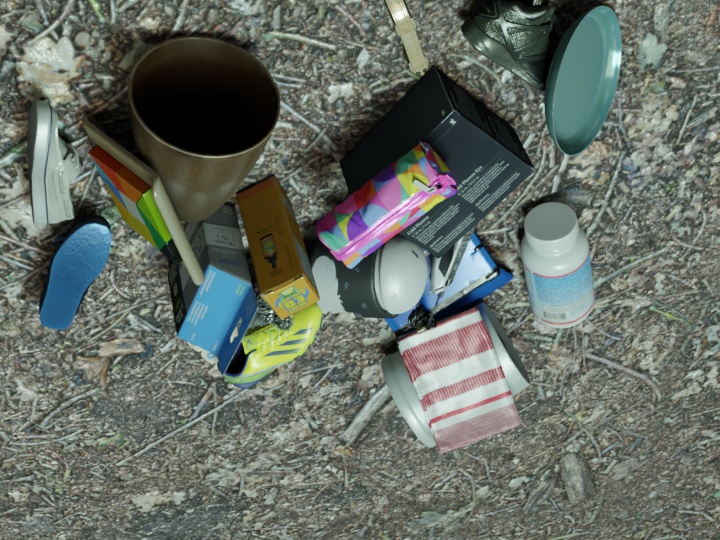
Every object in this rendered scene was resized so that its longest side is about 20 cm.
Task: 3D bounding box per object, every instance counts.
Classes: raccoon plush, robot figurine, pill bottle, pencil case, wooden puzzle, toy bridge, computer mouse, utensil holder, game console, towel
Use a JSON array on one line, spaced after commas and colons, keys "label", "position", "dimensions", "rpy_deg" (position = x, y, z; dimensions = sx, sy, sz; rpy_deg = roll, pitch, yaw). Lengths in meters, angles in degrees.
[{"label": "raccoon plush", "position": [-0.167, 0.076, 1.677], "dimensions": [0.096, 0.134, 0.201], "rpy_deg": [33, 106, -23]}, {"label": "robot figurine", "position": [0.001, 0.000, 1.671], "dimensions": [0.197, 0.127, 0.150], "rpy_deg": [2, 171, 22]}, {"label": "pill bottle", "position": [0.311, -0.010, 1.803], "dimensions": [0.107, 0.110, 0.201], "rpy_deg": [-19, 137, 0]}, {"label": "pencil case", "position": [0.035, -0.086, 1.501], "dimensions": [0.199, 0.089, 0.088], "rpy_deg": [-36, 134, 19]}, {"label": "wooden puzzle", "position": [-0.283, -0.087, 1.456], "dimensions": [0.037, 0.200, 0.186], "rpy_deg": [-36, 140, -16]}, {"label": "toy bridge", "position": [0.050, -0.321, 1.431], "dimensions": [0.027, 0.068, 0.201], "rpy_deg": [-23, 136, 5]}, {"label": "computer mouse", "position": [0.120, -0.001, 1.721], "dimensions": [0.202, 0.043, 0.109], "rpy_deg": [-68, 165, 8]}, {"label": "utensil holder", "position": [0.159, 0.169, 1.890], "dimensions": [0.199, 0.171, 0.170], "rpy_deg": [-32, 135, 10]}, {"label": "game console", "position": [0.125, 0.013, 1.827], "dimensions": [0.199, 0.119, 0.172], "rpy_deg": [-33, 104, 14]}, {"label": "towel", "position": [0.156, 0.175, 1.797], "dimensions": [0.142, 0.023, 0.203], "rpy_deg": [-21, 97, 6]}]

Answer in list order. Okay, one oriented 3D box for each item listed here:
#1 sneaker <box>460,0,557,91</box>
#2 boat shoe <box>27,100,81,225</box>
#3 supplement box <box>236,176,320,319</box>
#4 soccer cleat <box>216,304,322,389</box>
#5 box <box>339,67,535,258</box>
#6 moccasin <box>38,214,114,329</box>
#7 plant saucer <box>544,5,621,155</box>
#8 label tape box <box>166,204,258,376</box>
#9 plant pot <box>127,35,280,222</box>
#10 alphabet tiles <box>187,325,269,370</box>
[{"label": "sneaker", "position": [0.236, -0.310, 1.500], "dimensions": [0.198, 0.077, 0.114], "rpy_deg": [24, 124, -34]}, {"label": "boat shoe", "position": [-0.392, -0.136, 1.462], "dimensions": [0.065, 0.072, 0.202], "rpy_deg": [-6, 136, -20]}, {"label": "supplement box", "position": [-0.115, -0.033, 1.564], "dimensions": [0.066, 0.202, 0.069], "rpy_deg": [-24, 137, 7]}, {"label": "soccer cleat", "position": [-0.142, 0.113, 1.780], "dimensions": [0.200, 0.065, 0.083], "rpy_deg": [-41, 131, 19]}, {"label": "box", "position": [0.106, -0.147, 1.597], "dimensions": [0.181, 0.105, 0.200], "rpy_deg": [29, 119, -38]}, {"label": "moccasin", "position": [-0.407, -0.008, 1.588], "dimensions": [0.080, 0.069, 0.201], "rpy_deg": [23, 122, -26]}, {"label": "plant saucer", "position": [0.298, -0.257, 1.537], "dimensions": [0.199, 0.027, 0.203], "rpy_deg": [-34, 134, -44]}, {"label": "label tape box", "position": [-0.211, 0.023, 1.586], "dimensions": [0.062, 0.202, 0.145], "rpy_deg": [9, 130, -26]}, {"label": "plant pot", "position": [-0.209, -0.158, 1.445], "dimensions": [0.184, 0.189, 0.201], "rpy_deg": [-2, 149, -17]}, {"label": "alphabet tiles", "position": [-0.169, 0.094, 1.809], "dimensions": [0.194, 0.015, 0.200], "rpy_deg": [-30, 136, 11]}]
